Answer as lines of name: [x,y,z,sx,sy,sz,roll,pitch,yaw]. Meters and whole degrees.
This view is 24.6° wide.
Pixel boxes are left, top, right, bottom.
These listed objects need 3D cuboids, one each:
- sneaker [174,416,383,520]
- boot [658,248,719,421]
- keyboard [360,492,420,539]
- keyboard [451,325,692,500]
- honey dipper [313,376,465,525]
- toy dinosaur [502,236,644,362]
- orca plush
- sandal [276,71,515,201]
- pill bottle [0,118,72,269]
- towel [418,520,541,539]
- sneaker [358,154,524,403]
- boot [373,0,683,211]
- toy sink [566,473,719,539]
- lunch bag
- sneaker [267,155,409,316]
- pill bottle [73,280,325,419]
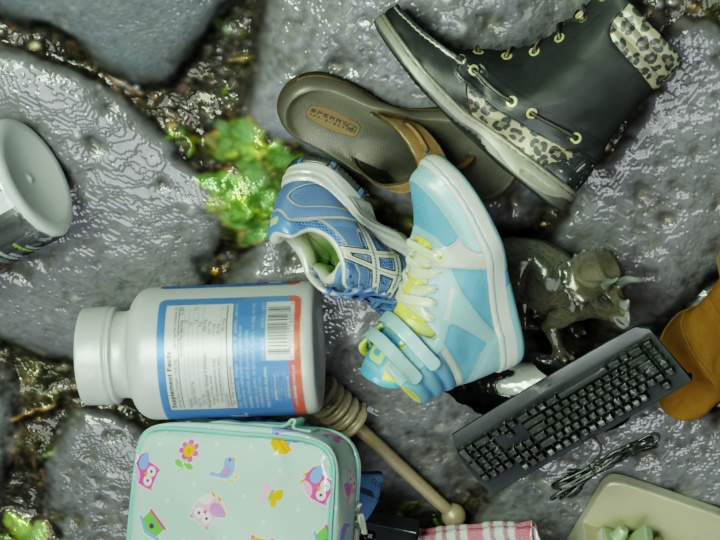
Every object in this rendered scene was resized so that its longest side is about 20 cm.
sneaker: [-0.072,0.157,1.451,0.199,0.066,0.079,30,84,12]
boot: [0.293,0.078,1.340,0.070,0.144,0.202,13,122,-4]
keyboard: [-0.046,0.237,1.495,0.199,0.040,0.105,8,120,14]
keyboard: [0.184,0.131,1.362,0.199,0.021,0.127,-33,122,22]
honey dipper: [0.029,0.167,1.479,0.038,0.038,0.200,-36,118,22]
toy dinosaur: [0.144,0.010,1.357,0.199,0.077,0.103,20,123,27]
orca plush: [0.131,0.114,1.391,0.199,0.071,0.105,16,157,-7]
sandal: [0.029,-0.098,1.296,0.199,0.055,0.082,21,121,-10]
pill bottle: [-0.339,-0.034,1.326,0.199,0.106,0.106,-26,118,18]
towel: [0.096,0.301,1.495,0.199,0.030,0.147,-12,100,38]
sneaker: [0.047,0.019,1.274,0.130,0.079,0.201,-28,120,-15]
boot: [0.126,-0.164,1.245,0.203,0.073,0.154,43,97,1]
toy sink: [0.246,0.308,1.507,0.130,0.112,0.201,19,121,-10]
lunch bag: [-0.092,0.199,1.367,0.199,0.077,0.162,3,86,21]
sneaker: [0.000,0.000,1.334,0.200,0.077,0.076,42,144,-18]
pill bottle: [-0.132,0.067,1.376,0.199,0.112,0.113,-2,122,5]
